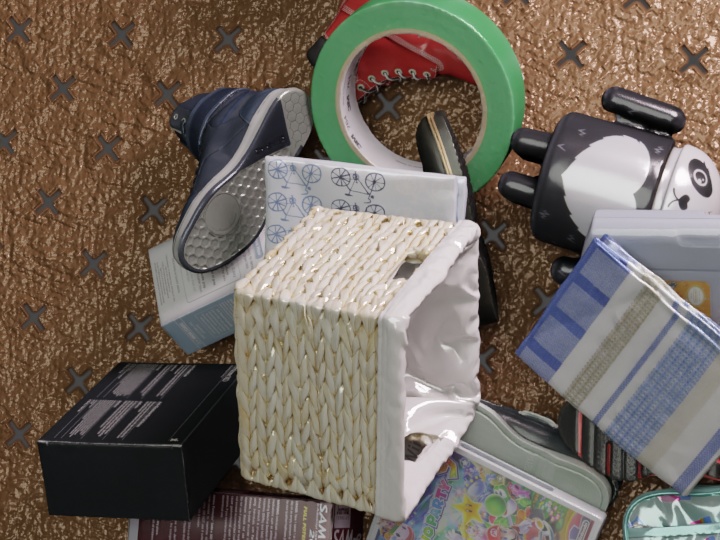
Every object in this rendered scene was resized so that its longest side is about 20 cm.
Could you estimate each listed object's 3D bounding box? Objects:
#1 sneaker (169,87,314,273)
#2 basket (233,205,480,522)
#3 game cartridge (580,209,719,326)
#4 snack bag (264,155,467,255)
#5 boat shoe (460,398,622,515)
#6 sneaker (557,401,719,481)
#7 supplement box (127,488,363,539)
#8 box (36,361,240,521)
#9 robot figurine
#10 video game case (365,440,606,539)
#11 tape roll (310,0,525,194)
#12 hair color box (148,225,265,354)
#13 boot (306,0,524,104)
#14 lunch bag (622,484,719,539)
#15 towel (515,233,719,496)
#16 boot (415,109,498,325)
[{"bbox_3d":[-0.144,-0.091,1.693,0.145,0.077,0.203,12,63,47],"label":"sneaker"},{"bbox_3d":[0.001,0.073,1.509,0.159,0.198,0.202,9,118,21],"label":"basket"},{"bbox_3d":[0.257,0.039,1.562,0.131,0.042,0.202,-1,123,12],"label":"game cartridge"},{"bbox_3d":[0.000,0.000,1.601,0.186,0.021,0.202,8,110,14],"label":"snack bag"},{"bbox_3d":[0.146,0.165,1.627,0.199,0.060,0.076,30,118,15],"label":"boat shoe"},{"bbox_3d":[0.275,0.154,1.576,0.198,0.087,0.075,8,88,16],"label":"sneaker"},{"bbox_3d":[-0.106,0.237,1.657,0.198,0.109,0.062,2,83,16],"label":"supplement box"},{"bbox_3d":[-0.192,0.154,1.639,0.139,0.200,0.080,-2,107,16],"label":"box"},{"bbox_3d":[0.227,-0.071,1.597,0.198,0.125,0.151,17,130,13],"label":"robot figurine"},{"bbox_3d":[0.110,0.240,1.617,0.198,0.018,0.145,25,113,16],"label":"video game case"},{"bbox_3d":[0.053,-0.159,1.651,0.198,0.048,0.203,8,114,17],"label":"tape roll"},{"bbox_3d":[-0.099,-0.010,1.696,0.198,0.061,0.100,-25,50,11],"label":"hair color box"},{"bbox_3d":[0.048,-0.189,1.701,0.199,0.072,0.145,37,102,14],"label":"boot"},{"bbox_3d":[0.325,0.261,1.553,0.198,0.077,0.162,-7,81,14],"label":"lunch bag"},{"bbox_3d":[0.244,0.081,1.511,0.200,0.024,0.148,40,118,14],"label":"towel"},{"bbox_3d":[0.040,-0.035,1.617,0.137,0.077,0.202,-11,101,10],"label":"boot"}]
